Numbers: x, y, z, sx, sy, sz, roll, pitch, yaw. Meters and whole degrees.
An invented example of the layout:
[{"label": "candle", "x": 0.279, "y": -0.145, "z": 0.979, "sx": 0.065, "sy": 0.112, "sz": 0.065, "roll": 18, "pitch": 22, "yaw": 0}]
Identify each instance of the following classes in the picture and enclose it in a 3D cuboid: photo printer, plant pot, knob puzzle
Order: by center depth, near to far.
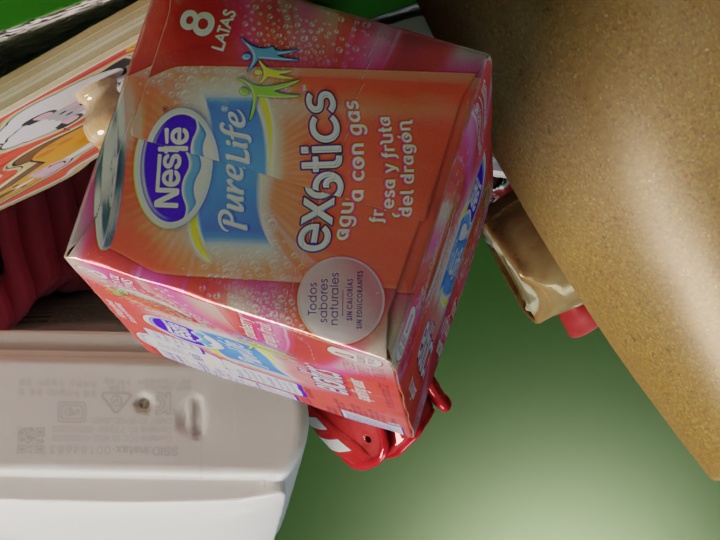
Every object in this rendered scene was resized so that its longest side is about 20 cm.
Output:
[{"label": "plant pot", "x": 0.127, "y": -0.039, "z": 0.927, "sx": 0.186, "sy": 0.200, "sz": 0.186, "roll": -16, "pitch": 178, "yaw": 0}, {"label": "knob puzzle", "x": -0.124, "y": -0.028, "z": 0.946, "sx": 0.219, "sy": 0.031, "sz": 0.220, "roll": -28, "pitch": 177, "yaw": -2}, {"label": "photo printer", "x": -0.108, "y": 0.078, "z": 1.109, "sx": 0.166, "sy": 0.070, "sz": 0.200, "roll": 1, "pitch": 164, "yaw": -5}]

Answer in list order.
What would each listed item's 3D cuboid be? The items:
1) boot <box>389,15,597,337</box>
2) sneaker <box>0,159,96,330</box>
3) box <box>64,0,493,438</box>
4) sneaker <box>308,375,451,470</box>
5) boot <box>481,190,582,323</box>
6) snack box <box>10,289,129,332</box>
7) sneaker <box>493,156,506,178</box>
[{"label": "boot", "x": 0.045, "y": -0.034, "z": 1.175, "sx": 0.200, "sy": 0.145, "sz": 0.072, "roll": -14, "pitch": 179, "yaw": -36}, {"label": "sneaker", "x": -0.167, "y": -0.011, "z": 1.120, "sx": 0.095, "sy": 0.079, "sz": 0.200, "roll": -5, "pitch": -177, "yaw": 30}, {"label": "box", "x": -0.019, "y": -0.016, "z": 0.882, "sx": 0.102, "sy": 0.095, "sz": 0.200, "roll": 17, "pitch": 172, "yaw": 6}, {"label": "sneaker", "x": 0.000, "y": 0.000, "z": 1.069, "sx": 0.078, "sy": 0.116, "sz": 0.200, "roll": -37, "pitch": 162, "yaw": -19}, {"label": "boot", "x": 0.148, "y": -0.039, "z": 1.073, "sx": 0.200, "sy": 0.066, "sz": 0.175, "roll": -27, "pitch": -177, "yaw": -1}, {"label": "snack box", "x": -0.183, "y": 0.027, "z": 1.152, "sx": 0.199, "sy": 0.024, "sz": 0.072, "roll": -3, "pitch": -167, "yaw": 5}, {"label": "sneaker", "x": 0.116, "y": -0.103, "z": 1.082, "sx": 0.200, "sy": 0.078, "sz": 0.112, "roll": -31, "pitch": -177, "yaw": -41}]
